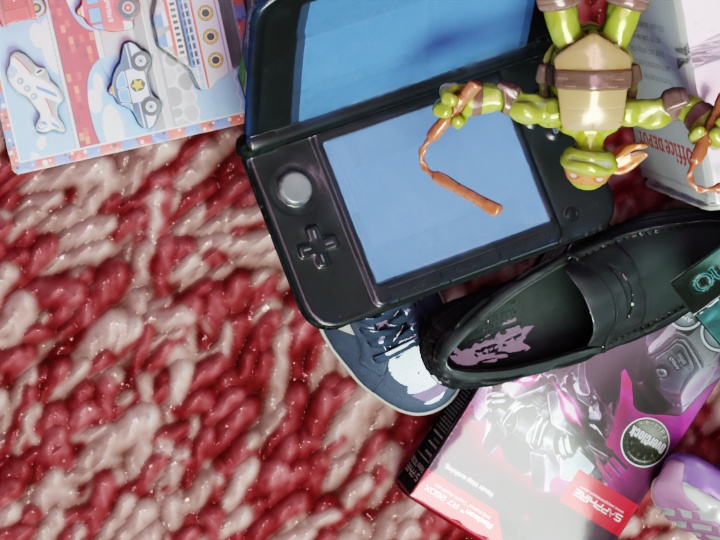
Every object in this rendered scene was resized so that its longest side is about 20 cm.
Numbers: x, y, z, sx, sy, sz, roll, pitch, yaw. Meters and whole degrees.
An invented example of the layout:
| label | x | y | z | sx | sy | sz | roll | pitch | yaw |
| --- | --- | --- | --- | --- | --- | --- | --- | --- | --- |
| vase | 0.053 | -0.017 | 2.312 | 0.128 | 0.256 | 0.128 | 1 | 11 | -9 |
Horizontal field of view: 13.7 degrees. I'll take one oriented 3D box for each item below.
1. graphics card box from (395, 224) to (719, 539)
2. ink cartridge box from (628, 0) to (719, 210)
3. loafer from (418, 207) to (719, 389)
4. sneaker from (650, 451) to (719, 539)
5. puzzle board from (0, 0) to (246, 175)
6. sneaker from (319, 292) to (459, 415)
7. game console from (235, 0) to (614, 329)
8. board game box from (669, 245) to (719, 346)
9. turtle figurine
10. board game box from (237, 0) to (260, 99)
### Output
| label | x | y | z | sx | sy | sz | roll | pitch | yaw |
| --- | --- | --- | --- | --- | --- | --- | --- | --- | --- |
| graphics card box | 0.126 | 0.078 | 1.760 | 0.125 | 0.051 | 0.200 | 33 | 91 | -11 |
| ink cartridge box | 0.197 | -0.145 | 1.687 | 0.085 | 0.146 | 0.200 | -11 | 100 | -9 |
| loafer | 0.130 | 0.019 | 1.690 | 0.200 | 0.070 | 0.068 | -21 | 100 | -5 |
| sneaker | 0.262 | 0.137 | 1.772 | 0.200 | 0.080 | 0.089 | 23 | 86 | -26 |
| puzzle board | -0.146 | -0.167 | 1.698 | 0.151 | 0.017 | 0.200 | -13 | 101 | -6 |
| sneaker | 0.000 | 0.000 | 1.710 | 0.075 | 0.085 | 0.200 | -31 | 102 | -3 |
| game console | 0.044 | -0.083 | 1.625 | 0.200 | 0.118 | 0.171 | -20 | 86 | -20 |
| board game box | 0.264 | 0.009 | 1.703 | 0.135 | 0.200 | 0.028 | -37 | 61 | 6 |
| turtle figurine | 0.134 | -0.110 | 1.605 | 0.200 | 0.064 | 0.162 | 3 | 104 | 5 |
| board game box | 0.009 | -0.181 | 1.654 | 0.135 | 0.034 | 0.200 | -4 | 131 | -14 |
